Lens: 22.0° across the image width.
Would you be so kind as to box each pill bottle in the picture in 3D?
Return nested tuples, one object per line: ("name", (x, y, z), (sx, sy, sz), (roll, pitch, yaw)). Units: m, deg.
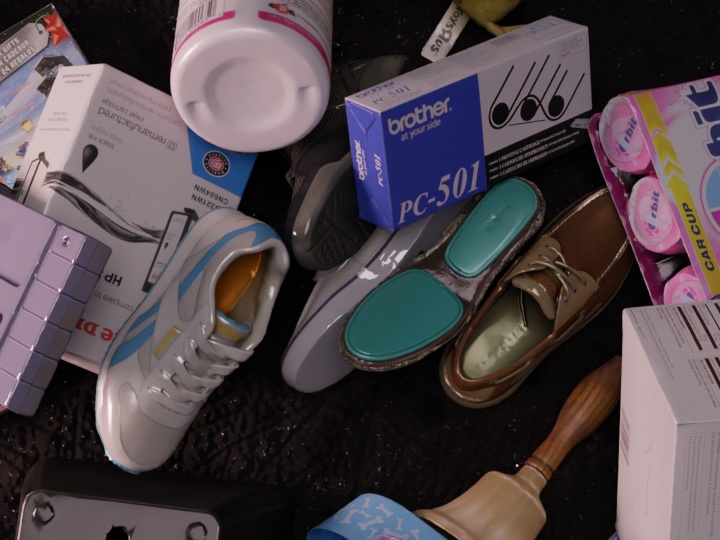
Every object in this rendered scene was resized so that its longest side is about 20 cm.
("pill bottle", (-0.076, -0.191, 1.360), (0.113, 0.114, 0.201), (-1, 44, 2))

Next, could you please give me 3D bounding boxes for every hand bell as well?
("hand bell", (0.135, 0.141, 1.356), (0.104, 0.104, 0.200), (39, 70, 9))

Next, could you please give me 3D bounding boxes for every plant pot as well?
("plant pot", (-0.161, 0.234, 1.292), (0.198, 0.177, 0.201), (7, 81, 4))

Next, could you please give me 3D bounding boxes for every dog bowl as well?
("dog bowl", (0.053, 0.232, 1.313), (0.200, 0.112, 0.050), (34, 63, 18))

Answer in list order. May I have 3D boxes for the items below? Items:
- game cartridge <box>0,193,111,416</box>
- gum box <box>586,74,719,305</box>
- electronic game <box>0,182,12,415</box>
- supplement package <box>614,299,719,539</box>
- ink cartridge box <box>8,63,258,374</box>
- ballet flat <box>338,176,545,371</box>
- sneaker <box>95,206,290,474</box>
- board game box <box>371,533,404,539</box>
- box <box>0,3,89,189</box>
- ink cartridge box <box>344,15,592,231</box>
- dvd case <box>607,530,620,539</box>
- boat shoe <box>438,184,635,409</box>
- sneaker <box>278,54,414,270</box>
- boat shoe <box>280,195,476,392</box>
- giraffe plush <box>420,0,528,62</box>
("game cartridge", (-0.261, 0.011, 1.274), (0.200, 0.038, 0.130), (23, 82, 46))
("gum box", (0.256, -0.046, 1.361), (0.113, 0.066, 0.201), (-13, 77, -27))
("electronic game", (-0.315, 0.022, 1.377), (0.199, 0.042, 0.201), (-2, 99, -10))
("supplement package", (0.287, 0.131, 1.257), (0.199, 0.147, 0.192), (-5, 121, -4))
("ink cartridge box", (-0.180, -0.030, 1.354), (0.146, 0.084, 0.201), (24, 80, -31))
("ballet flat", (0.063, 0.013, 1.367), (0.068, 0.075, 0.200), (40, 71, 15))
("sneaker", (-0.119, 0.052, 1.301), (0.076, 0.081, 0.201), (27, 88, -32))
("board game box", (0.034, 0.271, 1.270), (0.158, 0.200, 0.039), (45, 51, 6))
("box", (-0.286, -0.095, 1.428), (0.199, 0.040, 0.137), (-31, 81, -3))
("ink cartridge box", (0.083, -0.109, 1.347), (0.199, 0.044, 0.094), (-24, 122, -31))
("dvd case", (0.183, 0.295, 1.346), (0.200, 0.018, 0.143), (-44, 81, -7))
("boat shoe", (0.137, 0.021, 1.371), (0.076, 0.074, 0.200), (39, 83, 8))
("sneaker", (-0.036, -0.080, 1.375), (0.114, 0.076, 0.200), (1, 52, 25))
("boat shoe", (0.000, 0.000, 1.391), (0.070, 0.071, 0.200), (36, 85, 34))
("giraffe plush", (0.091, -0.269, 1.381), (0.172, 0.162, 0.201), (14, 80, 4))
